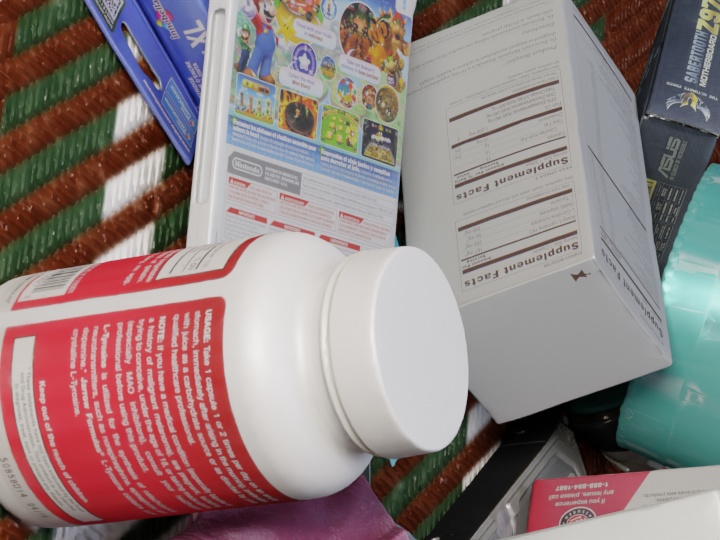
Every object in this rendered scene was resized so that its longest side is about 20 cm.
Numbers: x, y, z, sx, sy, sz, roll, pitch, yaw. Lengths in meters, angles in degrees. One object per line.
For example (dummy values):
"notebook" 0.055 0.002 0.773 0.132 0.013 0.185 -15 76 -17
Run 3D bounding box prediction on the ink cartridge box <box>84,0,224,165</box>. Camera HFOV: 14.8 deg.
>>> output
"ink cartridge box" -0.071 -0.161 1.389 0.120 0.042 0.200 61 35 -33

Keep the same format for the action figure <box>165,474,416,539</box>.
"action figure" -0.070 0.134 1.214 0.199 0.134 0.149 -18 77 -38

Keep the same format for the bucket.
"bucket" 0.240 0.040 1.617 0.207 0.134 0.208 20 90 -79

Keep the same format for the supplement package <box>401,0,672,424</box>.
"supplement package" 0.093 -0.037 1.541 0.114 0.109 0.201 50 28 -44

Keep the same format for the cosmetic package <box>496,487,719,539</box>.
"cosmetic package" 0.119 0.231 1.385 0.123 0.199 0.200 24 54 -67

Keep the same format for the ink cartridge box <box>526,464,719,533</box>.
"ink cartridge box" 0.162 0.216 1.520 0.084 0.144 0.201 45 46 -49

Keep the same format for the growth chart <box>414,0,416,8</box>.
"growth chart" 0.010 -0.162 1.521 0.145 0.018 0.201 73 24 -53

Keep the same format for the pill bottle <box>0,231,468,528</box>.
"pill bottle" -0.061 0.045 1.173 0.112 0.199 0.113 25 60 -57

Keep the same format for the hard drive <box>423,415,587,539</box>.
"hard drive" 0.092 0.187 1.593 0.200 0.038 0.140 -42 119 -57

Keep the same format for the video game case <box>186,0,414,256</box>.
"video game case" -0.028 -0.065 1.372 0.143 0.018 0.201 17 75 -50

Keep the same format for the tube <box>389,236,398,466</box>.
"tube" 0.000 0.000 1.473 0.077 0.050 0.201 -52 131 -47

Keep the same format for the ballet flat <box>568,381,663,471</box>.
"ballet flat" 0.189 0.089 1.773 0.200 0.073 0.073 -34 112 -62

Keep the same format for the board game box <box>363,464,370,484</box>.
"board game box" -0.037 0.125 1.378 0.135 0.028 0.201 24 61 -57

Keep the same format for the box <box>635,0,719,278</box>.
"box" 0.187 -0.074 1.726 0.200 0.051 0.158 103 3 -48
